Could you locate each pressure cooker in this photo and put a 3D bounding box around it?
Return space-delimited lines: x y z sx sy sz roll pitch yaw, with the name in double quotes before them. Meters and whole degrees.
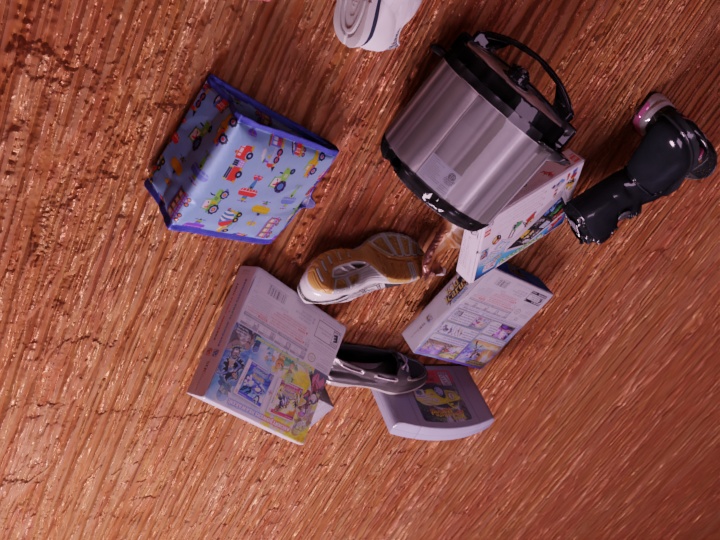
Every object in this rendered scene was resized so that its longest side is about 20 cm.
"pressure cooker" 0.144 -0.168 0.873 0.175 0.179 0.200 24 116 -35

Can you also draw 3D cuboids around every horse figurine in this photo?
"horse figurine" 0.155 -0.083 1.030 0.132 0.050 0.201 -8 132 -38

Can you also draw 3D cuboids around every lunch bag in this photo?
"lunch bag" -0.121 -0.108 0.869 0.199 0.094 0.151 18 116 -47

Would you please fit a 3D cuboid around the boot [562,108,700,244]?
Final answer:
"boot" 0.366 -0.117 1.022 0.167 0.077 0.200 -33 158 1

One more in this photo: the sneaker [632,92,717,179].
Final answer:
"sneaker" 0.477 -0.176 1.095 0.199 0.087 0.081 21 119 -38

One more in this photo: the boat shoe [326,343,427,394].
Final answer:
"boat shoe" 0.029 0.152 1.174 0.198 0.067 0.057 6 130 -26

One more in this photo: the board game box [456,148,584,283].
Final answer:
"board game box" 0.223 -0.076 1.040 0.199 0.035 0.127 -31 147 -25

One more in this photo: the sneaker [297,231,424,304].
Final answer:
"sneaker" 0.000 0.000 1.037 0.198 0.076 0.088 -8 163 -32

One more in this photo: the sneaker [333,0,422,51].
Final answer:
"sneaker" 0.040 -0.325 0.770 0.080 0.077 0.201 -4 136 -38

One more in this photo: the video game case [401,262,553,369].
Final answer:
"video game case" 0.188 0.068 1.177 0.199 0.046 0.182 19 117 -47

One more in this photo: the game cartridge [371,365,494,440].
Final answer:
"game cartridge" 0.121 0.218 1.229 0.198 0.134 0.041 3 135 -29

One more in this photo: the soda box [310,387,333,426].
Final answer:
"soda box" -0.130 0.167 1.108 0.063 0.068 0.200 -41 133 12

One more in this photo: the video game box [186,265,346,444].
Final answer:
"video game box" -0.120 0.120 1.016 0.200 0.046 0.184 39 63 -43
